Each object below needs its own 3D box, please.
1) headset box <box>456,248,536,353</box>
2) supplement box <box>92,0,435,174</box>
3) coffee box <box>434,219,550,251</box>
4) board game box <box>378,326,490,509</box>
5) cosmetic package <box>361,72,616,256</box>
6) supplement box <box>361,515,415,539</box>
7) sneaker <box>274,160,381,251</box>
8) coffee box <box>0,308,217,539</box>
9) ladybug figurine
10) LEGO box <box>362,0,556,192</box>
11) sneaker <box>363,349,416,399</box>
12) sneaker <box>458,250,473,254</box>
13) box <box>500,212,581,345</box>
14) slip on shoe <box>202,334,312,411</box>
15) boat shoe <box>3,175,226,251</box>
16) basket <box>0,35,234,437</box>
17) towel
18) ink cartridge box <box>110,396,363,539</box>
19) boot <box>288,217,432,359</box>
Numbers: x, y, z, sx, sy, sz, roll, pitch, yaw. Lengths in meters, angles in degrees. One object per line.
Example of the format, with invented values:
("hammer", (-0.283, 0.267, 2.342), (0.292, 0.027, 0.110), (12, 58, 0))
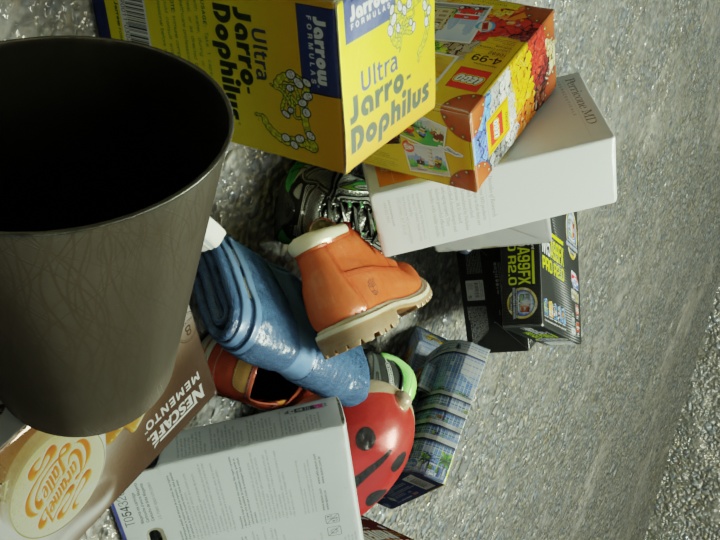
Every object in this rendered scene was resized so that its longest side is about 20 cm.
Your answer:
("headset box", (0.180, 0.001, 1.244), (0.200, 0.074, 0.150), (-26, 110, -66))
("supplement box", (-0.063, -0.153, 0.672), (0.109, 0.199, 0.110), (-41, 138, -42))
("coffee box", (0.121, -0.128, 1.002), (0.080, 0.113, 0.202), (59, 31, -60))
("board game box", (0.068, 0.144, 1.136), (0.200, 0.061, 0.201), (126, -13, -66))
("cosmetic package", (0.102, -0.089, 0.870), (0.102, 0.198, 0.072), (-103, 179, -48))
("supplement box", (0.005, 0.376, 1.085), (0.133, 0.199, 0.199), (25, 84, -61))
("sneaker", (-0.007, -0.055, 0.942), (0.199, 0.085, 0.079), (-6, 111, -58))
("coffee box", (-0.198, 0.097, 0.701), (0.200, 0.079, 0.115), (-47, 142, -37))
("ladybug figurine", (-0.027, 0.183, 0.964), (0.135, 0.072, 0.200), (36, 108, -30))
("LEGO box", (0.038, -0.157, 0.845), (0.149, 0.199, 0.078), (-51, 145, -34))
("sneaker", (-0.026, 0.166, 1.063), (0.201, 0.084, 0.077), (-55, -168, -7))
("sneaker", (0.116, -0.106, 1.101), (0.201, 0.108, 0.070), (-63, 150, -16))
("box", (0.198, -0.007, 1.131), (0.200, 0.044, 0.162), (23, 65, -65))
("slip on shoe", (-0.072, 0.095, 0.940), (0.200, 0.061, 0.075), (23, 84, -62))
("boat shoe", (-0.167, -0.040, 0.697), (0.069, 0.072, 0.200), (-56, 153, 3))
("basket", (-0.160, -0.007, 0.577), (0.179, 0.137, 0.201), (-8, 143, -14))
("towel", (-0.062, 0.042, 0.862), (0.048, 0.112, 0.200), (-35, 145, 14))
("ink cartridge box", (-0.100, 0.208, 0.892), (0.043, 0.198, 0.197), (-107, -172, -52))
("boot", (0.000, 0.000, 0.885), (0.108, 0.075, 0.200), (64, 17, 1))
